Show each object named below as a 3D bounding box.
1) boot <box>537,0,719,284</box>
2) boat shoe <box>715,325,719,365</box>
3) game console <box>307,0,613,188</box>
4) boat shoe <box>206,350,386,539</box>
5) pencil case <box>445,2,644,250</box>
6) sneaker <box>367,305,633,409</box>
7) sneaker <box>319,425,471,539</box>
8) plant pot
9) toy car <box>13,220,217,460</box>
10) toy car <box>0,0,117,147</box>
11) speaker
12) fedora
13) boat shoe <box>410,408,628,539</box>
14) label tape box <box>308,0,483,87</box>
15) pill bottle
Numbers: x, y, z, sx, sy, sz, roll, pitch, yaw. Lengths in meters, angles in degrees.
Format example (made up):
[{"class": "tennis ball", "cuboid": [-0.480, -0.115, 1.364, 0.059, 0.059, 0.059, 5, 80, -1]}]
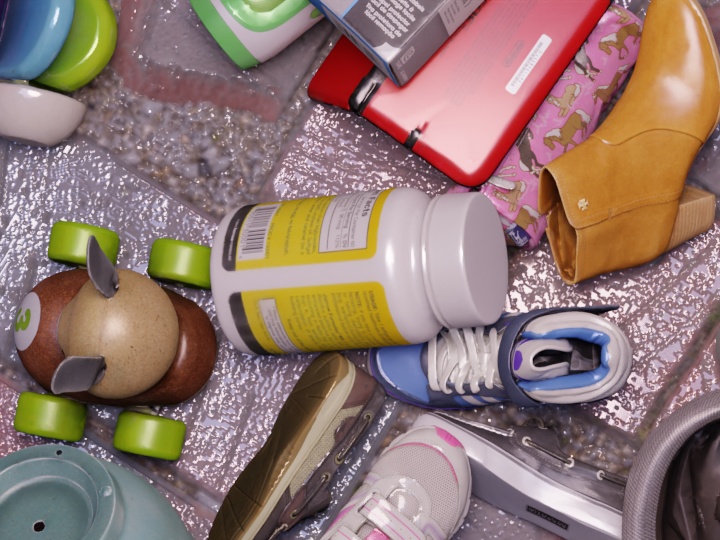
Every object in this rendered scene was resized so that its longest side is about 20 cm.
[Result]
[{"class": "boot", "cuboid": [0.193, -0.097, 1.277, 0.143, 0.071, 0.203, -16, 109, -28]}, {"class": "boat shoe", "cuboid": [0.347, 0.104, 1.293, 0.202, 0.075, 0.065, 44, 45, 11]}, {"class": "game console", "cuboid": [0.076, -0.178, 1.323, 0.172, 0.119, 0.201, 35, 87, 7]}, {"class": "boat shoe", "cuboid": [-0.048, 0.159, 1.312, 0.066, 0.072, 0.202, 29, 97, -22]}, {"class": "pencil case", "cuboid": [0.142, -0.116, 1.322, 0.082, 0.086, 0.201, 31, 83, -12]}, {"class": "sneaker", "cuboid": [0.099, 0.060, 1.273, 0.198, 0.146, 0.081, 2, 83, 5]}, {"class": "sneaker", "cuboid": [0.012, 0.204, 1.270, 0.081, 0.088, 0.201, 33, 103, 8]}, {"class": "plant pot", "cuboid": [-0.215, 0.209, 1.242, 0.198, 0.135, 0.202, -5, 47, 6]}, {"class": "toy car", "cuboid": [-0.193, 0.044, 1.273, 0.156, 0.200, 0.166, 10, 83, 6]}, {"class": "toy car", "cuboid": [-0.290, -0.198, 1.338, 0.198, 0.150, 0.177, 10, 83, 6]}, {"class": "speaker", "cuboid": [-0.034, -0.245, 1.347, 0.199, 0.088, 0.089, -37, 81, 7]}, {"class": "fedora", "cuboid": [0.274, 0.180, 1.255, 0.175, 0.090, 0.202, -3, 90, 6]}, {"class": "boat shoe", "cuboid": [0.135, 0.146, 1.304, 0.199, 0.070, 0.067, 25, 65, 12]}, {"class": "label tape box", "cuboid": [0.043, -0.256, 1.249, 0.144, 0.063, 0.200, 43, 90, 17]}, {"class": "pill bottle", "cuboid": [0.000, 0.000, 1.279, 0.198, 0.114, 0.116, -5, 82, 24]}]
